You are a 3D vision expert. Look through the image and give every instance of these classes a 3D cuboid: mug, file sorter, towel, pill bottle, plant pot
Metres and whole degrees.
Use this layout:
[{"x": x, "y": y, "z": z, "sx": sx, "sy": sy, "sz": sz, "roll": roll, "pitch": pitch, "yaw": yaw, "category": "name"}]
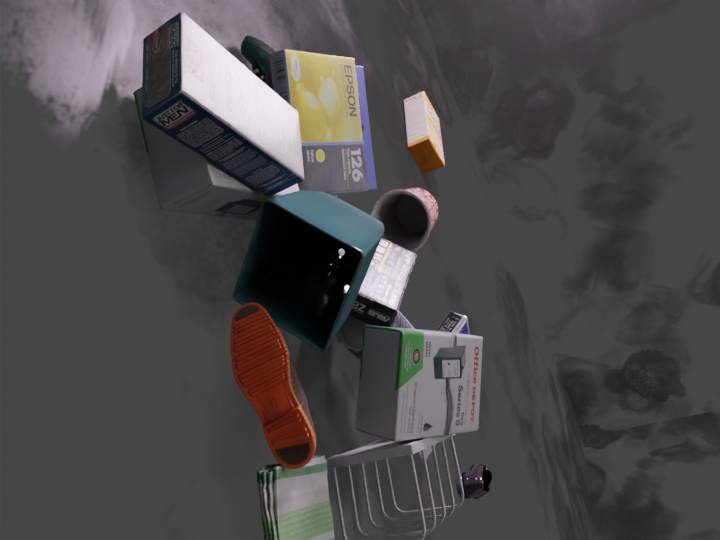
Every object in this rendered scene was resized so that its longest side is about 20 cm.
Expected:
[{"x": 0.095, "y": -0.101, "z": 1.347, "sx": 0.132, "sy": 0.180, "sz": 0.200, "roll": 34, "pitch": 19, "yaw": 6, "category": "mug"}, {"x": 0.062, "y": 0.318, "z": 0.906, "sx": 0.199, "sy": 0.136, "sz": 0.128, "roll": 13, "pitch": 64, "yaw": -64, "category": "file sorter"}, {"x": -0.063, "y": 0.335, "z": 0.740, "sx": 0.148, "sy": 0.030, "sz": 0.206, "roll": 20, "pitch": 56, "yaw": -61, "category": "towel"}, {"x": 0.053, "y": 0.133, "z": 1.056, "sx": 0.200, "sy": 0.104, "sz": 0.109, "roll": 48, "pitch": 32, "yaw": -46, "category": "pill bottle"}, {"x": -0.047, "y": -0.022, "z": 0.819, "sx": 0.139, "sy": 0.144, "sz": 0.200, "roll": 28, "pitch": 25, "yaw": 10, "category": "plant pot"}]

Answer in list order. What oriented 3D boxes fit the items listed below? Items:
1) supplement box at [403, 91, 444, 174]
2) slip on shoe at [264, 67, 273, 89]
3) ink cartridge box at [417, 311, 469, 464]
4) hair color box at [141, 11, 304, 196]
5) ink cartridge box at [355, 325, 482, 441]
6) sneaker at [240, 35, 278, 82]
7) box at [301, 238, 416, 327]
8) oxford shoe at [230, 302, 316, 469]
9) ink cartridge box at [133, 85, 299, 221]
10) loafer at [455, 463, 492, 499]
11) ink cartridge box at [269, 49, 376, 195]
[{"x": 0.188, "y": -0.408, "z": 1.798, "sx": 0.126, "sy": 0.072, "sz": 0.204, "roll": 46, "pitch": 34, "yaw": -47, "category": "supplement box"}, {"x": -0.078, "y": -0.236, "z": 0.957, "sx": 0.201, "sy": 0.059, "sz": 0.077, "roll": 53, "pitch": 36, "yaw": -36, "category": "slip on shoe"}, {"x": 0.133, "y": 0.208, "z": 1.069, "sx": 0.199, "sy": 0.043, "sz": 0.203, "roll": -49, "pitch": 141, "yaw": -26, "category": "ink cartridge box"}, {"x": -0.144, "y": -0.171, "z": 0.668, "sx": 0.199, "sy": 0.059, "sz": 0.103, "roll": 31, "pitch": 46, "yaw": -55, "category": "hair color box"}, {"x": 0.092, "y": 0.162, "z": 0.897, "sx": 0.197, "sy": 0.083, "sz": 0.151, "roll": 8, "pitch": 85, "yaw": -44, "category": "ink cartridge box"}, {"x": -0.128, "y": -0.286, "z": 0.990, "sx": 0.199, "sy": 0.080, "sz": 0.071, "roll": 42, "pitch": -3, "yaw": -15, "category": "sneaker"}, {"x": 0.000, "y": 0.000, "z": 0.984, "sx": 0.158, "sy": 0.050, "sz": 0.201, "roll": 25, "pitch": 31, "yaw": 1, "category": "box"}, {"x": -0.108, "y": 0.139, "z": 0.752, "sx": 0.073, "sy": 0.070, "sz": 0.205, "roll": 60, "pitch": 11, "yaw": -84, "category": "oxford shoe"}, {"x": -0.172, "y": -0.150, "z": 0.770, "sx": 0.199, "sy": 0.086, "sz": 0.149, "roll": 1, "pitch": 72, "yaw": -67, "category": "ink cartridge box"}, {"x": 0.270, "y": 0.473, "z": 1.363, "sx": 0.199, "sy": 0.062, "sz": 0.074, "roll": 21, "pitch": 54, "yaw": -62, "category": "loafer"}, {"x": -0.039, "y": -0.216, "z": 0.914, "sx": 0.197, "sy": 0.046, "sz": 0.204, "roll": -13, "pitch": 99, "yaw": -43, "category": "ink cartridge box"}]
